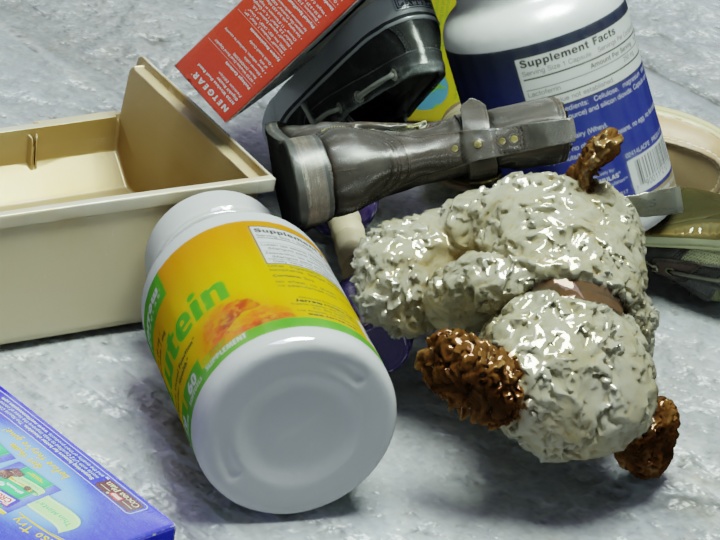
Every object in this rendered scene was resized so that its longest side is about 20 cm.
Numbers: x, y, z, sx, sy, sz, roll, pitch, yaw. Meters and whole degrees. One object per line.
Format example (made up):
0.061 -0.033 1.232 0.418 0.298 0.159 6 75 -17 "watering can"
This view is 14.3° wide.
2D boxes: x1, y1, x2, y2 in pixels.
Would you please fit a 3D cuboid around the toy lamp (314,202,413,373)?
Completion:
0.000 0.000 1.722 0.058 0.058 0.200 3 27 -8 "toy lamp"

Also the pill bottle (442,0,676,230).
0.116 -0.119 1.752 0.116 0.200 0.116 -16 16 5 "pill bottle"

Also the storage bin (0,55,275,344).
-0.188 -0.046 1.722 0.200 0.094 0.199 -10 32 -28 "storage bin"

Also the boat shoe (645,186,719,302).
0.220 -0.011 1.785 0.201 0.066 0.072 2 27 37 "boat shoe"

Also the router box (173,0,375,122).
-0.012 -0.183 1.765 0.049 0.179 0.200 48 19 -2 "router box"

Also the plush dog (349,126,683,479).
0.111 0.031 1.575 0.200 0.160 0.172 17 45 -26 "plush dog"

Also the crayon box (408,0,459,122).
0.076 -0.168 1.980 0.200 0.127 0.051 2 27 -10 "crayon box"

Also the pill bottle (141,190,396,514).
-0.059 0.036 1.578 0.111 0.111 0.200 -2 29 -17 "pill bottle"

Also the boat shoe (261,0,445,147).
0.000 -0.101 1.818 0.073 0.199 0.068 -5 68 -34 "boat shoe"

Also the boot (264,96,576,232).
0.038 -0.066 1.680 0.174 0.069 0.200 -12 7 -6 "boot"

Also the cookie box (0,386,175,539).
-0.220 0.139 1.382 0.200 0.075 0.171 -17 36 -38 "cookie box"

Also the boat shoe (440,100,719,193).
0.146 -0.066 1.876 0.200 0.071 0.065 4 33 10 "boat shoe"
